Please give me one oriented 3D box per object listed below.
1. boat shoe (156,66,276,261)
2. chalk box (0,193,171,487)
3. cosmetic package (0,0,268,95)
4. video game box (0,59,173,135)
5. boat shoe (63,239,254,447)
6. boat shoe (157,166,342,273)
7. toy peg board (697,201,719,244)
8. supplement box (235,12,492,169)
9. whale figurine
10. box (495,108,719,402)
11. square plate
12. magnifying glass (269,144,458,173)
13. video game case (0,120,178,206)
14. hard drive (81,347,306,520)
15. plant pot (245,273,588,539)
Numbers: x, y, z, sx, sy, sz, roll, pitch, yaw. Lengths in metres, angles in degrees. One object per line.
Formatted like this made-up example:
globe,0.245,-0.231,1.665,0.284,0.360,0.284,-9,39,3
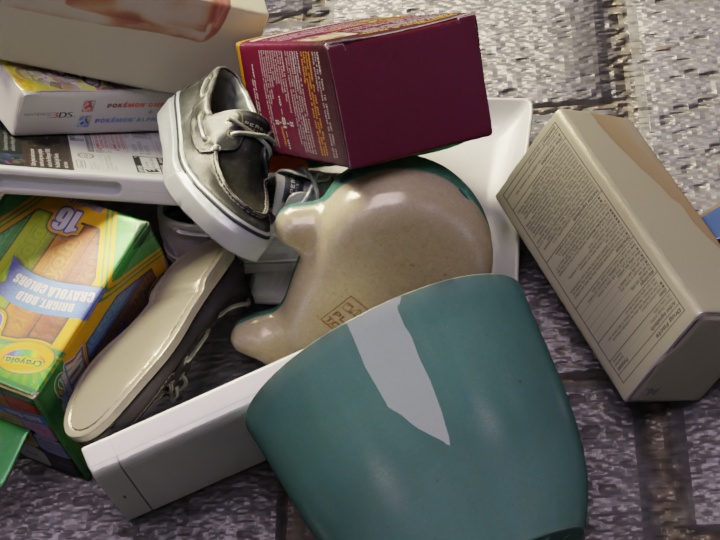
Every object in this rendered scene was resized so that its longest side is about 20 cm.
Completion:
boat shoe,-0.096,-0.085,1.134,0.071,0.072,0.200,-47,38,16
chalk box,-0.233,0.058,1.157,0.124,0.124,0.200,18,61,21
cosmetic package,-0.182,-0.202,1.245,0.200,0.087,0.103,10,31,-21
video game box,-0.235,-0.179,1.305,0.182,0.047,0.200,-3,38,-40
boat shoe,-0.130,0.060,1.119,0.073,0.063,0.200,-10,33,36
boat shoe,-0.052,-0.045,1.196,0.200,0.069,0.072,-3,56,10
toy peg board,0.342,-0.021,1.128,0.200,0.098,0.199,-32,57,-13
supplement box,-0.002,-0.130,1.148,0.110,0.086,0.200,-14,13,-19
whale figurine,0.000,0.000,1.144,0.200,0.159,0.104,-41,25,23
box,0.187,-0.011,1.137,0.078,0.095,0.200,3,46,-38
square plate,0.027,-0.050,1.244,0.200,0.028,0.198,2,56,11
magnifying glass,-0.019,-0.090,1.227,0.200,0.022,0.080,-10,12,9
video game case,-0.230,-0.088,1.218,0.182,0.023,0.200,4,17,-14
hard drive,-0.079,0.104,1.094,0.200,0.132,0.027,-24,69,-7
plant pot,0.050,0.124,1.028,0.200,0.201,0.161,-24,69,-7
